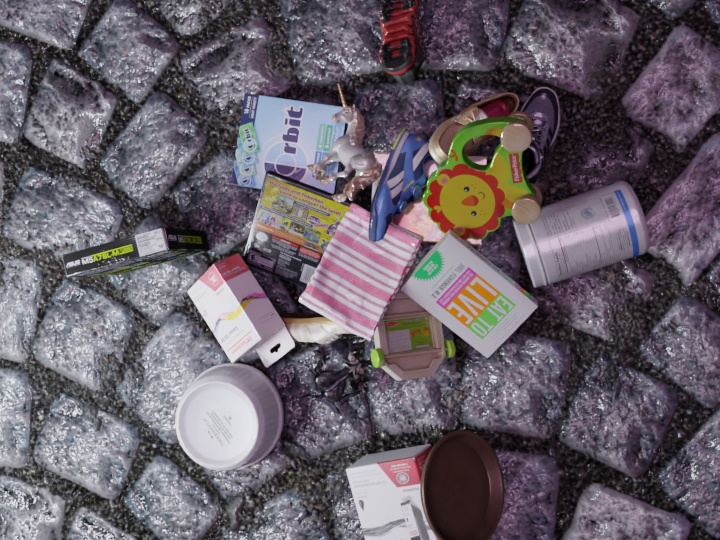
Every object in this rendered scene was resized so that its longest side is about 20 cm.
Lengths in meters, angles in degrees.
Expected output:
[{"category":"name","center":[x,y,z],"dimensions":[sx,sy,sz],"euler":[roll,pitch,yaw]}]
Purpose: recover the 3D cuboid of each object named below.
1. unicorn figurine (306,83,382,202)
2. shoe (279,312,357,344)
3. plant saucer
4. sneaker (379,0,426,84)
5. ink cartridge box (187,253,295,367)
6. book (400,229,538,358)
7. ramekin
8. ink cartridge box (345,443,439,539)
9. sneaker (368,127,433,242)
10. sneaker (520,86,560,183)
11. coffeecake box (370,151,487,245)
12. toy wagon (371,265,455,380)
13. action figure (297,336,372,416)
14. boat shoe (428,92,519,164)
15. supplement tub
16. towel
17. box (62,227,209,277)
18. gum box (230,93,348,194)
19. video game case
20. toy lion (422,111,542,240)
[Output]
[{"category":"unicorn figurine","center":[-0.026,-0.205,1.337],"dimensions":[0.137,0.074,0.200],"euler":[-39,63,0]},{"category":"shoe","center":[-0.072,0.107,1.383],"dimensions":[0.199,0.070,0.054],"euler":[-1,93,38]},{"category":"plant saucer","center":[0.173,0.378,1.326],"dimensions":[0.029,0.199,0.202],"euler":[-16,88,49]},{"category":"sneaker","center":[0.077,-0.419,1.371],"dimensions":[0.070,0.098,0.202],"euler":[-6,66,22]},{"category":"ink cartridge box","center":[-0.218,0.086,1.404],"dimensions":[0.116,0.067,0.201],"euler":[-39,83,43]},{"category":"book","center":[0.187,0.039,1.321],"dimensions":[0.200,0.048,0.134],"euler":[37,114,-10]},{"category":"ramekin","center":[-0.249,0.275,1.423],"dimensions":[0.201,0.094,0.204],"euler":[0,91,9]},{"category":"ink cartridge box","center":[0.076,0.425,1.357],"dimensions":[0.146,0.083,0.202],"euler":[-17,88,28]},{"category":"sneaker","center":[0.069,-0.137,1.291],"dimensions":[0.082,0.074,0.201],"euler":[22,85,-4]},{"category":"sneaker","center":[0.294,-0.222,1.313],"dimensions":[0.075,0.114,0.201],"euler":[19,94,8]},{"category":"coffeecake box","center":[0.121,-0.127,1.365],"dimensions":[0.198,0.073,0.155],"euler":[4,92,10]},{"category":"toy wagon","center":[0.084,0.090,1.357],"dimensions":[0.154,0.040,0.202],"euler":[-4,80,-24]},{"category":"action figure","center":[-0.029,0.180,1.380],"dimensions":[0.199,0.102,0.119],"euler":[-36,94,-12]},{"category":"boat shoe","center":[0.195,-0.249,1.302],"dimensions":[0.200,0.069,0.074],"euler":[-40,92,-29]},{"category":"supplement tub","center":[0.369,-0.061,1.294],"dimensions":[0.199,0.132,0.133],"euler":[-18,88,10]},{"category":"towel","center":[0.000,0.000,1.315],"dimensions":[0.146,0.030,0.201],"euler":[27,81,9]},{"category":"box","center":[-0.402,-0.032,1.396],"dimensions":[0.198,0.193,0.048],"euler":[-14,91,10]},{"category":"gum box","center":[-0.128,-0.227,1.420],"dimensions":[0.198,0.045,0.171],"euler":[9,92,8]},{"category":"video game case","center":[-0.102,-0.063,1.403],"dimensions":[0.199,0.026,0.182],"euler":[21,109,7]},{"category":"toy lion","center":[0.193,-0.145,1.250],"dimensions":[0.190,0.069,0.201],"euler":[-4,119,18]}]
